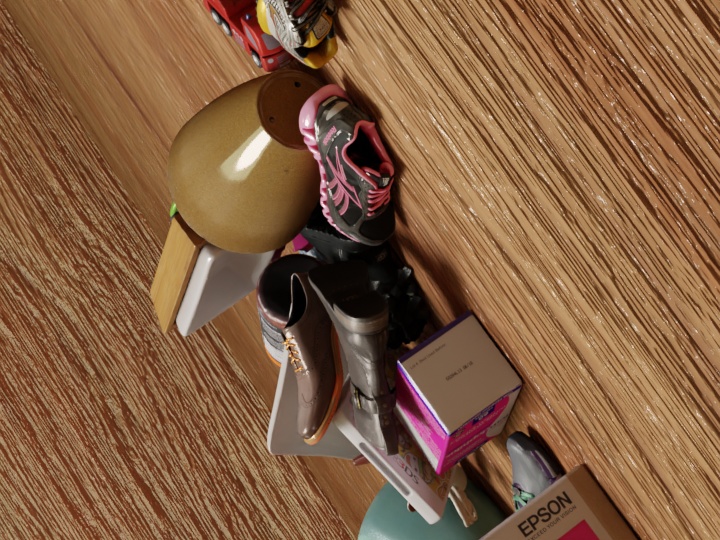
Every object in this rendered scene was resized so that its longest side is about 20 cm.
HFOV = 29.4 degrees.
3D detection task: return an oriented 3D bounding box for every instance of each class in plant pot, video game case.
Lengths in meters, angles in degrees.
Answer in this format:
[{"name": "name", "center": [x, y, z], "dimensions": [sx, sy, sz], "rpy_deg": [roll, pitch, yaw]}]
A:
[{"name": "plant pot", "center": [0.119, 0.381, 1.877], "dimensions": [0.160, 0.200, 0.202], "rpy_deg": [28, 151, 42]}, {"name": "video game case", "center": [0.052, 0.181, 1.663], "dimensions": [0.182, 0.023, 0.201], "rpy_deg": [47, -151, -12]}, {"name": "plant pot", "center": [-0.102, -0.140, 1.534], "dimensions": [0.188, 0.185, 0.200], "rpy_deg": [56, 151, 3]}]

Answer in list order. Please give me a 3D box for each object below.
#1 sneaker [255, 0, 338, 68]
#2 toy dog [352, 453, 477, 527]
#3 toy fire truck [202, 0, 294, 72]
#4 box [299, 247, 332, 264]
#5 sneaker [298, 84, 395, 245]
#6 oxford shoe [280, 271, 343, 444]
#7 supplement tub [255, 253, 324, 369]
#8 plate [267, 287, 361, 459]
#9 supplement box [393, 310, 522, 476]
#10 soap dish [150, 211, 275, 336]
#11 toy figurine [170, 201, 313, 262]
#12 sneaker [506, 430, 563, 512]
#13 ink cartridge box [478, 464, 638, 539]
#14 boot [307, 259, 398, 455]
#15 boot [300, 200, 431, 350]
[{"name": "sneaker", "center": [-0.055, -0.257, 1.263], "dimensions": [0.082, 0.078, 0.200], "rpy_deg": [48, 175, 19]}, {"name": "toy dog", "center": [0.060, 0.253, 1.762], "dimensions": [0.201, 0.096, 0.132], "rpy_deg": [54, -167, -27]}, {"name": "toy fire truck", "center": [-0.143, -0.320, 1.478], "dimensions": [0.200, 0.048, 0.142], "rpy_deg": [49, 165, 35]}, {"name": "box", "center": [-0.031, 0.015, 1.884], "dimensions": [0.137, 0.040, 0.201], "rpy_deg": [50, 166, 27]}, {"name": "sneaker", "center": [0.003, -0.096, 1.434], "dimensions": [0.095, 0.079, 0.201], "rpy_deg": [28, 152, 42]}, {"name": "oxford shoe", "center": [-0.063, 0.100, 1.586], "dimensions": [0.071, 0.072, 0.203], "rpy_deg": [-29, 51, 53]}, {"name": "supplement tub", "center": [-0.080, 0.068, 1.807], "dimensions": [0.107, 0.106, 0.201], "rpy_deg": [51, 164, 23]}, {"name": "plate", "center": [-0.041, 0.130, 1.702], "dimensions": [0.032, 0.203, 0.198], "rpy_deg": [9, 178, 39]}, {"name": "supplement box", "center": [0.104, 0.143, 1.539], "dimensions": [0.104, 0.101, 0.200], "rpy_deg": [54, 168, 16]}, {"name": "soap dish", "center": [-0.178, -0.022, 1.696], "dimensions": [0.081, 0.157, 0.201], "rpy_deg": [46, 144, 13]}, {"name": "toy figurine", "center": [-0.134, -0.084, 1.785], "dimensions": [0.184, 0.201, 0.150], "rpy_deg": [42, -151, 13]}, {"name": "sneaker", "center": [0.199, 0.280, 1.539], "dimensions": [0.202, 0.087, 0.074], "rpy_deg": [61, 167, -18]}, {"name": "ink cartridge box", "center": [0.196, 0.327, 1.410], "dimensions": [0.165, 0.199, 0.075], "rpy_deg": [53, 167, 14]}, {"name": "boot", "center": [-0.005, 0.095, 1.522], "dimensions": [0.200, 0.068, 0.176], "rpy_deg": [-121, 21, -63]}, {"name": "boot", "center": [0.000, -0.001, 1.660], "dimensions": [0.198, 0.073, 0.164], "rpy_deg": [29, 149, 57]}]
